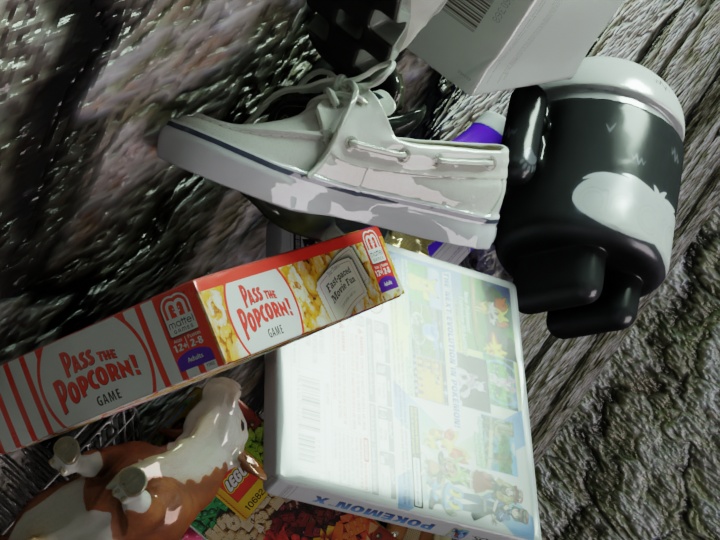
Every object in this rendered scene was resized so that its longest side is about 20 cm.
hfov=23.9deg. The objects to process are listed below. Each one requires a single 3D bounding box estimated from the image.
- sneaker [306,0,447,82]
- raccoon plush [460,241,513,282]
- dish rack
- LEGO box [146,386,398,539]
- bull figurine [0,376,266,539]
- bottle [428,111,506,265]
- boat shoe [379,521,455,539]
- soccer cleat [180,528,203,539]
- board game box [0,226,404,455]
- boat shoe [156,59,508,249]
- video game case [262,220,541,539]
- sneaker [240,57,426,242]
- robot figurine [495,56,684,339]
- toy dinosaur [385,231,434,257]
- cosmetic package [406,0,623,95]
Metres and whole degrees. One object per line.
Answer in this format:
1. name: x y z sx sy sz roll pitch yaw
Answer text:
1. sneaker: 0.032 -0.183 0.860 0.089 0.074 0.200 -43 174 -28
2. raccoon plush: 0.092 -0.002 1.358 0.097 0.134 0.200 -47 166 -24
3. dish rack: -0.206 0.154 0.994 0.200 0.055 0.153 -47 167 -24
4. LEGO box: -0.066 0.151 1.099 0.077 0.149 0.200 -49 -174 -9
5. bull figurine: -0.138 0.128 0.873 0.200 0.065 0.121 -41 158 1
6. bottle: 0.044 -0.033 1.241 0.200 0.084 0.065 -47 131 -17
7. boat shoe: 0.028 0.133 1.181 0.074 0.076 0.200 -12 124 -19
8. soccer cleat: -0.162 0.197 1.237 0.200 0.070 0.086 -47 -178 -10
9. board game box: -0.087 0.035 0.921 0.151 0.046 0.200 -23 179 28
10. boat shoe: -0.005 -0.071 0.890 0.075 0.202 0.086 31 -73 63
11. video game case: 0.025 0.068 1.063 0.022 0.182 0.200 -49 -147 44
12. sneaker: -0.001 -0.072 1.015 0.114 0.076 0.199 -46 161 7
13. robot figurine: 0.161 -0.054 1.199 0.150 0.125 0.200 81 19 -64
14. toy dinosaur: 0.000 0.000 1.145 0.200 0.101 0.058 -45 165 -24
15. cosmetic package: 0.104 -0.180 1.067 0.113 0.081 0.200 -56 166 20
